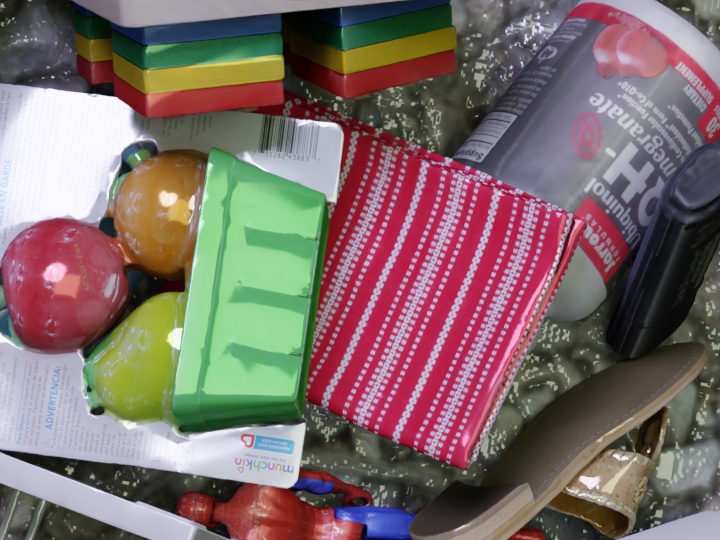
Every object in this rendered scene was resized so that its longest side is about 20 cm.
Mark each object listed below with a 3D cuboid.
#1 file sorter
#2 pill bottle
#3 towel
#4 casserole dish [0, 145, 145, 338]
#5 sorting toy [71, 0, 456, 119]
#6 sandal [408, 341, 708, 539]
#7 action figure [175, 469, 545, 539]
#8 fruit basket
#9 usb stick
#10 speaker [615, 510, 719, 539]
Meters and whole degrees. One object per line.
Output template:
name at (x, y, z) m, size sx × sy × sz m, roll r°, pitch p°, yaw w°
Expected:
file sorter at (-0.138, 0.164, 1.351) m, size 0.138 × 0.200 × 0.125 m, roll 18°, pitch 83°, yaw 13°
pill bottle at (0.106, -0.044, 1.506) m, size 0.111 × 0.111 × 0.200 m, roll 42°, pitch 76°, yaw -10°
towel at (0.000, 0.000, 1.453) m, size 0.199 × 0.022 × 0.145 m, roll 24°, pitch 85°, yaw 25°
casserole dish at (-0.185, -0.004, 1.452) m, size 0.200 × 0.039 × 0.121 m, roll -45°, pitch 100°, yaw -16°
sorting toy at (-0.046, -0.127, 1.426) m, size 0.198 × 0.200 × 0.070 m, roll -7°, pitch 104°, yaw -17°
sandal at (0.114, 0.117, 1.508) m, size 0.211 × 0.077 × 0.070 m, roll -33°, pitch 109°, yaw -34°
action figure at (-0.003, 0.143, 1.490) m, size 0.199 × 0.052 × 0.066 m, roll 15°, pitch 77°, yaw -22°
fruit basket at (-0.116, 0.006, 1.414) m, size 0.199 × 0.094 × 0.186 m, roll 5°, pitch 79°, yaw 9°
usb stick at (0.163, -0.008, 1.479) m, size 0.055 × 0.200 × 0.033 m, roll -39°, pitch 75°, yaw -18°
speaker at (0.129, 0.182, 1.469) m, size 0.200 × 0.081 × 0.082 m, roll -11°, pitch 89°, yaw -46°
